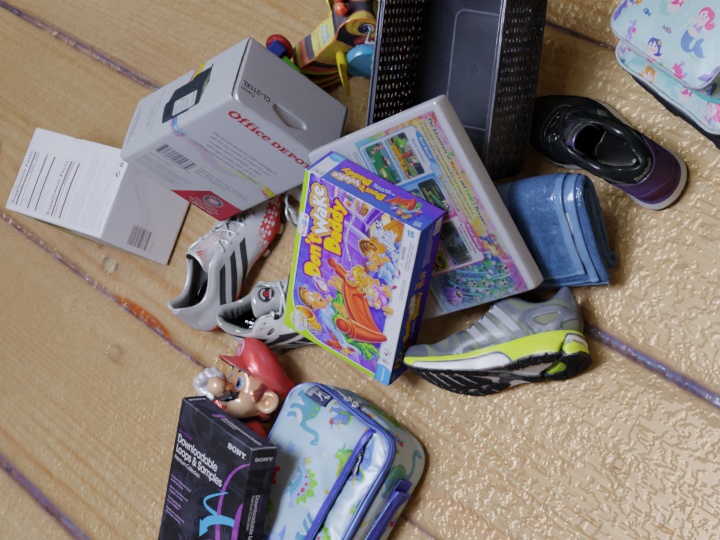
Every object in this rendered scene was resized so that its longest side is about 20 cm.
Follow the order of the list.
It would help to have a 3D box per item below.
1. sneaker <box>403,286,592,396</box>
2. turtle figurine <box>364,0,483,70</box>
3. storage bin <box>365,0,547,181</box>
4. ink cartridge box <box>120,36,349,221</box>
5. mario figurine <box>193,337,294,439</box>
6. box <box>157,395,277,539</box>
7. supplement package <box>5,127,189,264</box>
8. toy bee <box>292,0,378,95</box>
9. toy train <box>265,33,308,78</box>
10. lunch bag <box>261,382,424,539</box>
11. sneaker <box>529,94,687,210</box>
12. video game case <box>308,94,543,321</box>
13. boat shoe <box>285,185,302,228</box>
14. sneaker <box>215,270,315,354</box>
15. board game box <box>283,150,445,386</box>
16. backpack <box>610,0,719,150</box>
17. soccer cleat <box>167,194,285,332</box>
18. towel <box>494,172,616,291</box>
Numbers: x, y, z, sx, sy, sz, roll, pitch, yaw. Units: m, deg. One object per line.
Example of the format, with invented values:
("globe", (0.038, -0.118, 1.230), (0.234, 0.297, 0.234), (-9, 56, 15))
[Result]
("sneaker", (0.132, 0.068, 1.528), (0.200, 0.074, 0.081), (-10, 58, 31))
("turtle figurine", (0.094, -0.213, 1.636), (0.150, 0.101, 0.200), (-30, 71, 46))
("storage bin", (0.092, -0.191, 1.531), (0.135, 0.094, 0.200), (14, 107, 29))
("ink cartridge box", (-0.132, -0.144, 1.674), (0.200, 0.146, 0.083), (-21, 45, 44))
("mario figurine", (-0.147, 0.166, 1.688), (0.123, 0.106, 0.200), (17, 90, 21))
("box", (-0.150, 0.245, 1.613), (0.143, 0.036, 0.200), (26, 109, 50))
("supplement package", (-0.316, -0.091, 1.924), (0.200, 0.114, 0.110), (16, 84, 44))
("toy bee", (-0.013, -0.269, 1.740), (0.200, 0.109, 0.131), (-46, 50, 18))
("toy train", (-0.109, -0.173, 1.797), (0.085, 0.116, 0.200), (-48, 7, -29))
("lunch bag", (-0.035, 0.223, 1.596), (0.161, 0.082, 0.200), (35, 99, 39))
("sneaker", (0.215, -0.130, 1.509), (0.200, 0.088, 0.076), (31, 95, 43))
("video game case", (0.060, -0.052, 1.520), (0.182, 0.024, 0.200), (-18, 105, 45))
("boat shoe", (-0.039, -0.056, 1.703), (0.202, 0.075, 0.086), (30, 77, 36))
("sneaker", (-0.068, 0.041, 1.687), (0.200, 0.088, 0.074), (-21, 60, 31))
("board game box", (0.000, 0.000, 1.554), (0.134, 0.045, 0.200), (29, 133, 22))
("backpack", (0.336, -0.227, 1.412), (0.200, 0.151, 0.178), (-49, 48, 9))
("soccer cleat", (-0.150, -0.027, 1.780), (0.069, 0.085, 0.200), (26, 92, 43))
("towel", (0.143, -0.031, 1.527), (0.200, 0.049, 0.112), (-7, 109, 40))
